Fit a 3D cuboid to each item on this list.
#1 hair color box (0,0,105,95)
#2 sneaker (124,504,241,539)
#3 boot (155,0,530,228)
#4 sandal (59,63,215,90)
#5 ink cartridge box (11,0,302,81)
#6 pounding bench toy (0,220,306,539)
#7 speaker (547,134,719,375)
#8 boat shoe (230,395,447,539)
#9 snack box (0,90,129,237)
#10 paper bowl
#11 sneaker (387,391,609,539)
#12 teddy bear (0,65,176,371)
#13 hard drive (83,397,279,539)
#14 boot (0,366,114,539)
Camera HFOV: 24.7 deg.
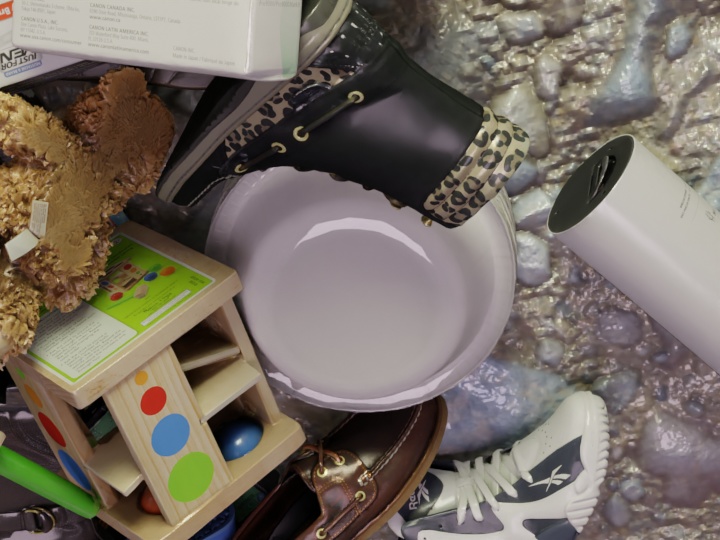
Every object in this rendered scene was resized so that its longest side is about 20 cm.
[{"bbox_3d":[-0.212,-0.205,0.946,0.110,0.064,0.201,-16,94,12],"label":"hair color box"},{"bbox_3d":[-0.164,0.231,1.128,0.199,0.070,0.078,-23,121,-11],"label":"sneaker"},{"bbox_3d":[-0.016,-0.064,0.936,0.153,0.074,0.203,32,140,-16],"label":"boot"},{"bbox_3d":[-0.156,-0.155,1.005,0.199,0.055,0.082,8,99,4],"label":"sandal"},{"bbox_3d":[-0.102,-0.205,0.844,0.160,0.050,0.201,11,101,30],"label":"ink cartridge box"},{"bbox_3d":[-0.159,0.099,1.020,0.200,0.124,0.156,-38,127,-25],"label":"pounding bench toy"},{"bbox_3d":[0.215,0.003,1.045,0.200,0.081,0.081,38,114,-15],"label":"speaker"},{"bbox_3d":[-0.022,0.151,1.108,0.070,0.070,0.200,40,85,-34],"label":"boat shoe"},{"bbox_3d":[-0.255,-0.075,1.064,0.116,0.037,0.200,-28,112,19],"label":"snack box"},{"bbox_3d":[0.000,0.000,1.048,0.200,0.104,0.201,2,116,4],"label":"paper bowl"},{"bbox_3d":[0.079,0.152,1.132,0.129,0.080,0.199,18,128,-14],"label":"sneaker"},{"bbox_3d":[-0.190,-0.034,0.951,0.067,0.201,0.145,9,159,42],"label":"teddy bear"},{"bbox_3d":[-0.173,0.174,1.188,0.140,0.038,0.200,38,114,-15],"label":"hard drive"},{"bbox_3d":[-0.266,0.140,1.115,0.199,0.069,0.175,2,117,-4],"label":"boot"}]
